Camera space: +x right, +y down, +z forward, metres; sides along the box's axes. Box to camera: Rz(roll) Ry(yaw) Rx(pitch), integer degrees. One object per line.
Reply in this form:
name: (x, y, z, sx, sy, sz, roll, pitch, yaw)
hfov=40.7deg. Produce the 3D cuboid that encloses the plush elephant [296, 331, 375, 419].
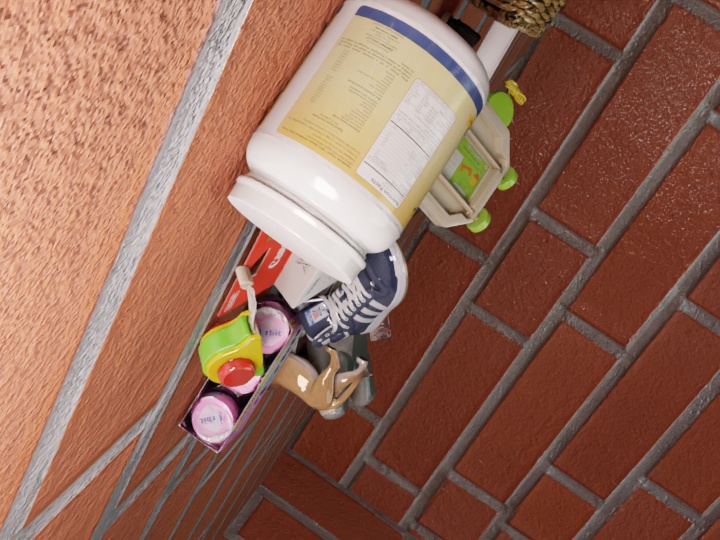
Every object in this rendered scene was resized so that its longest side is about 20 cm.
plush elephant: (-0.074, 0.123, 1.502, 0.164, 0.153, 0.202, -23, 113, -66)

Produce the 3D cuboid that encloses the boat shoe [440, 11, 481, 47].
boat shoe: (0.094, -0.249, 1.316, 0.202, 0.063, 0.074, -59, 179, 38)

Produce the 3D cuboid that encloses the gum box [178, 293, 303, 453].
gum box: (-0.147, 0.126, 1.273, 0.201, 0.066, 0.113, -58, 176, 8)

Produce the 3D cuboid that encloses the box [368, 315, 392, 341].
box: (0.018, 0.003, 1.490, 0.201, 0.039, 0.138, 81, 1, -60)

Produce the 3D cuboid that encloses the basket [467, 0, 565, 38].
basket: (0.162, -0.332, 0.979, 0.150, 0.142, 0.200, -57, 175, 19)

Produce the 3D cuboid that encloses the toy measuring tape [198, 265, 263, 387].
toy measuring tape: (-0.143, 0.069, 1.044, 0.074, 0.073, 0.201, -53, 161, -32)

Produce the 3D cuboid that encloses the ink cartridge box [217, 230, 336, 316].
ink cartridge box: (-0.053, -0.020, 1.042, 0.173, 0.044, 0.200, -34, 168, -35)

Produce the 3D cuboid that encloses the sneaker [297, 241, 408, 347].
sneaker: (-0.015, 0.033, 1.202, 0.107, 0.071, 0.200, -14, 155, -23)

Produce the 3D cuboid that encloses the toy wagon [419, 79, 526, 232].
toy wagon: (0.138, -0.152, 1.217, 0.039, 0.155, 0.201, 16, -113, 52)

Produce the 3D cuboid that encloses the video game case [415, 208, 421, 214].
video game case: (0.107, -0.133, 1.338, 0.181, 0.025, 0.200, -47, -176, -19)

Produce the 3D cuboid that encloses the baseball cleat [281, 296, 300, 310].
baseball cleat: (-0.068, 0.013, 1.449, 0.106, 0.070, 0.200, -44, 174, 16)

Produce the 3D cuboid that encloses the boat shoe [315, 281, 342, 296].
boat shoe: (0.000, 0.000, 1.314, 0.072, 0.062, 0.201, -18, 146, -54)

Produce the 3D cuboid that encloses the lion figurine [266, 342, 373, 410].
lion figurine: (-0.084, 0.145, 1.348, 0.072, 0.199, 0.123, 11, 105, -62)

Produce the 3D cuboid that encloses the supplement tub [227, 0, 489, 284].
supplement tub: (-0.003, -0.105, 0.785, 0.201, 0.144, 0.144, -56, 175, -6)

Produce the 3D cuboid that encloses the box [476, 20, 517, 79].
box: (0.152, -0.252, 1.292, 0.201, 0.036, 0.144, -59, 180, 19)
